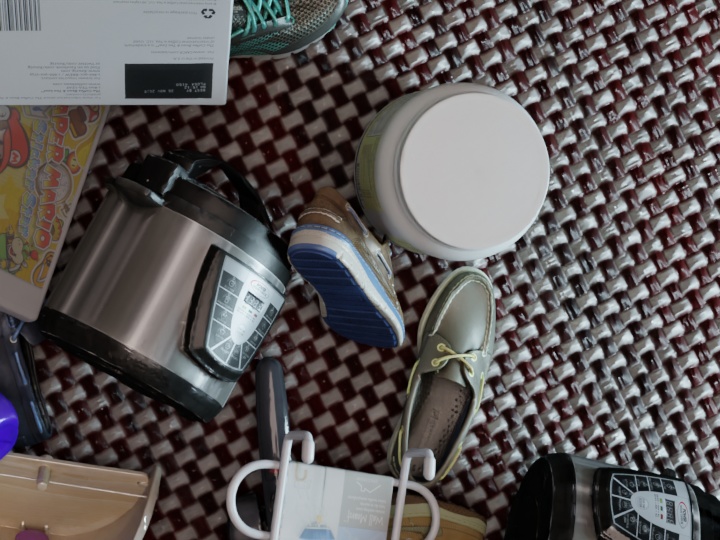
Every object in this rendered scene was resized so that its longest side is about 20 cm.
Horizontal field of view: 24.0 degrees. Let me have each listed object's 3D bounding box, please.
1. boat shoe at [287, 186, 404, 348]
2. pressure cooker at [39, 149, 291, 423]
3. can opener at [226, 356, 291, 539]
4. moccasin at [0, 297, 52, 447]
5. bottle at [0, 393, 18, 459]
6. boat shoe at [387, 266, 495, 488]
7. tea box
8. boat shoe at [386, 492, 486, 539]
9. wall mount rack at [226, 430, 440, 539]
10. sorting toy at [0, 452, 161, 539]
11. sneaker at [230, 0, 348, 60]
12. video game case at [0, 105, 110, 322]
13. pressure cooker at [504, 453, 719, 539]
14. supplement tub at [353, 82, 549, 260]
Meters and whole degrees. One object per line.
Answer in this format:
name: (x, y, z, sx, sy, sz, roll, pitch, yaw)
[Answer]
boat shoe: (0.000, 0.000, 1.441, 0.071, 0.200, 0.073, 7, 64, 20)
pressure cooker: (-0.152, 0.002, 1.402, 0.177, 0.176, 0.201, 30, 79, -8)
can opener: (-0.076, 0.176, 1.483, 0.078, 0.063, 0.203, -1, 93, -13)
moccasin: (-0.292, 0.050, 1.445, 0.067, 0.081, 0.202, 0, 106, 3)
bottle: (-0.373, 0.090, 1.401, 0.199, 0.066, 0.083, 37, 49, 20)
boat shoe: (0.078, 0.097, 1.502, 0.071, 0.060, 0.204, 18, 90, -9)
tea box: (-0.202, -0.244, 1.324, 0.197, 0.134, 0.198, -1, 54, -9)
boat shoe: (0.020, 0.233, 1.475, 0.198, 0.072, 0.077, 12, 72, -25)
wall mount rack: (-0.011, 0.225, 1.383, 0.198, 0.074, 0.176, 11, 81, -25)
sorting toy: (-0.274, 0.237, 1.390, 0.198, 0.181, 0.108, 10, 121, -7)
sneaker: (-0.103, -0.213, 1.445, 0.198, 0.091, 0.078, -17, 96, -7)
video game case: (-0.304, -0.085, 1.361, 0.181, 0.023, 0.202, 29, 69, -38)
pressure cooker: (0.232, 0.258, 1.469, 0.198, 0.179, 0.178, 15, 93, -6)
supplement tub: (0.076, -0.082, 1.422, 0.143, 0.200, 0.147, 0, 93, -8)
